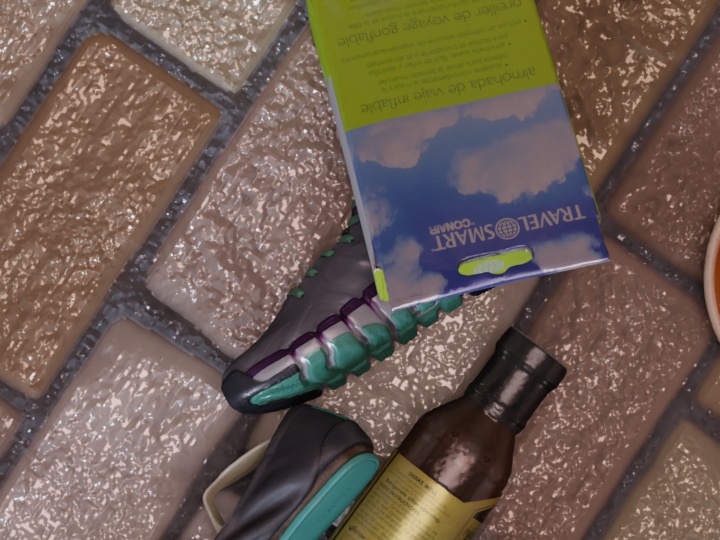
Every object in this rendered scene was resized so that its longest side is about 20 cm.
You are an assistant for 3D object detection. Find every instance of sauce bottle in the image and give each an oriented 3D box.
[{"bbox_3d":[0.039,0.122,1.051,0.065,0.065,0.201,37,90,-1],"label":"sauce bottle"}]

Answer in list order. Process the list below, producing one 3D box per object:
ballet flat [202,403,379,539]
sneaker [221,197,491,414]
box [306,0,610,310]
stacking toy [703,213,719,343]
[{"bbox_3d":[-0.070,0.155,1.052,0.073,0.073,0.201,37,95,-1],"label":"ballet flat"},{"bbox_3d":[0.000,0.000,1.059,0.199,0.075,0.088,-30,72,-8],"label":"sneaker"},{"bbox_3d":[0.050,-0.073,1.024,0.121,0.048,0.202,-13,65,-2],"label":"box"},{"bbox_3d":[0.266,0.005,0.992,0.144,0.200,0.148,0,90,-2],"label":"stacking toy"}]
